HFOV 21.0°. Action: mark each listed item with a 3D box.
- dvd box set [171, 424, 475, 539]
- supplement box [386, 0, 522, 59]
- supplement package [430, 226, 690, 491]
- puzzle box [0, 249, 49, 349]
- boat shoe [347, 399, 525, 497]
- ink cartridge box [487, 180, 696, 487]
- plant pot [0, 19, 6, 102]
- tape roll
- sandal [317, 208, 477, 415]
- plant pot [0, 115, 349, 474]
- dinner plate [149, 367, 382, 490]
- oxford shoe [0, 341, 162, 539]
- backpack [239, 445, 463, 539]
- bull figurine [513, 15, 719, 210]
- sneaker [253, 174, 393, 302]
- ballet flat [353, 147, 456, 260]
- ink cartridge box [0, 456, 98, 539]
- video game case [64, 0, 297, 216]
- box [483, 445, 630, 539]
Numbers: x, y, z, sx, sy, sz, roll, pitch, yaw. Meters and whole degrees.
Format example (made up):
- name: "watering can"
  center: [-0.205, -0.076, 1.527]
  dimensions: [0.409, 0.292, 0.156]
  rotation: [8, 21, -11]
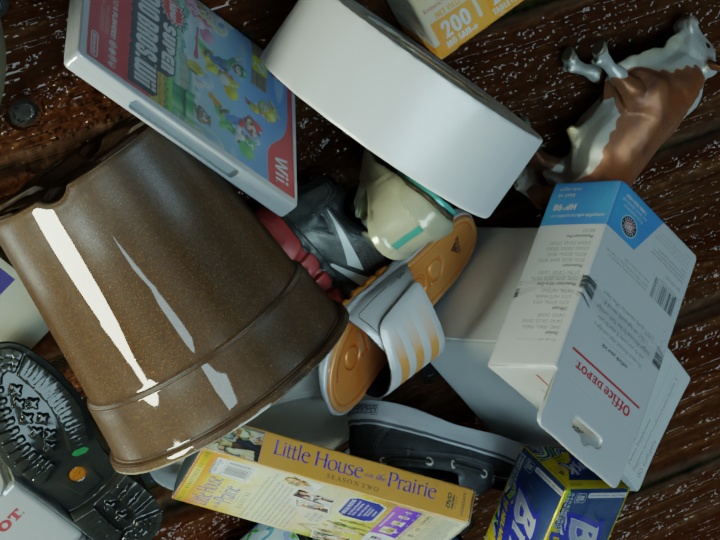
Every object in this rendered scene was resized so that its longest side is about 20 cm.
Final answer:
- name: "dvd box set"
  center: [-0.031, 0.165, 1.425]
  dimensions: [0.200, 0.146, 0.029]
  rotation: [16, 66, -7]
- name: "supplement box"
  center: [0.053, -0.270, 1.382]
  dimensions: [0.126, 0.074, 0.200]
  rotation: [-36, 124, -5]
- name: "supplement package"
  center: [0.155, 0.071, 1.555]
  dimensions: [0.200, 0.117, 0.117]
  rotation: [48, 59, -34]
- name: "puzzle box"
  center: [-0.328, 0.058, 1.410]
  dimensions: [0.200, 0.025, 0.133]
  rotation: [-45, 124, 2]
- name: "boat shoe"
  center: [0.066, 0.157, 1.527]
  dimensions: [0.200, 0.070, 0.066]
  rotation: [25, 65, -43]
- name: "ink cartridge box"
  center: [0.167, 0.047, 1.434]
  dimensions: [0.116, 0.067, 0.200]
  rotation: [41, 62, -38]
- name: "plant pot"
  center: [-0.317, -0.121, 1.257]
  dimensions: [0.200, 0.134, 0.200]
  rotation: [-11, 119, -20]
- name: "tape roll"
  center: [0.029, -0.122, 1.373]
  dimensions: [0.202, 0.202, 0.071]
  rotation: [29, 100, -33]
- name: "sandal"
  center: [0.043, 0.028, 1.459]
  dimensions: [0.207, 0.059, 0.079]
  rotation: [-49, 139, -30]
- name: "plant pot"
  center: [-0.142, 0.003, 1.356]
  dimensions: [0.200, 0.200, 0.198]
  rotation: [-33, 104, -5]
- name: "dinner plate"
  center: [-0.068, 0.125, 1.507]
  dimensions: [0.200, 0.024, 0.200]
  rotation: [-18, 150, -11]
- name: "oxford shoe"
  center: [-0.229, 0.124, 1.453]
  dimensions: [0.073, 0.084, 0.200]
  rotation: [-33, 121, -3]
- name: "backpack"
  center: [-0.009, 0.265, 1.586]
  dimensions: [0.200, 0.147, 0.183]
  rotation: [-36, 122, -1]
- name: "bull figurine"
  center: [0.201, -0.121, 1.533]
  dimensions: [0.121, 0.065, 0.200]
  rotation: [25, 101, -28]
- name: "sneaker"
  center: [0.000, 0.000, 1.499]
  dimensions: [0.098, 0.071, 0.200]
  rotation: [-44, 126, -1]
- name: "ballet flat"
  center: [0.023, -0.049, 1.408]
  dimensions: [0.069, 0.200, 0.070]
  rotation: [-1, 103, -3]
- name: "ink cartridge box"
  center: [-0.260, 0.242, 1.498]
  dimensions: [0.146, 0.084, 0.200]
  rotation: [-43, 124, 1]
- name: "video game case"
  center: [-0.120, -0.139, 1.337]
  dimensions: [0.017, 0.143, 0.200]
  rotation: [-33, 129, 29]
- name: "box"
  center: [0.134, 0.237, 1.515]
  dimensions: [0.070, 0.064, 0.200]
  rotation: [4, 115, -35]
